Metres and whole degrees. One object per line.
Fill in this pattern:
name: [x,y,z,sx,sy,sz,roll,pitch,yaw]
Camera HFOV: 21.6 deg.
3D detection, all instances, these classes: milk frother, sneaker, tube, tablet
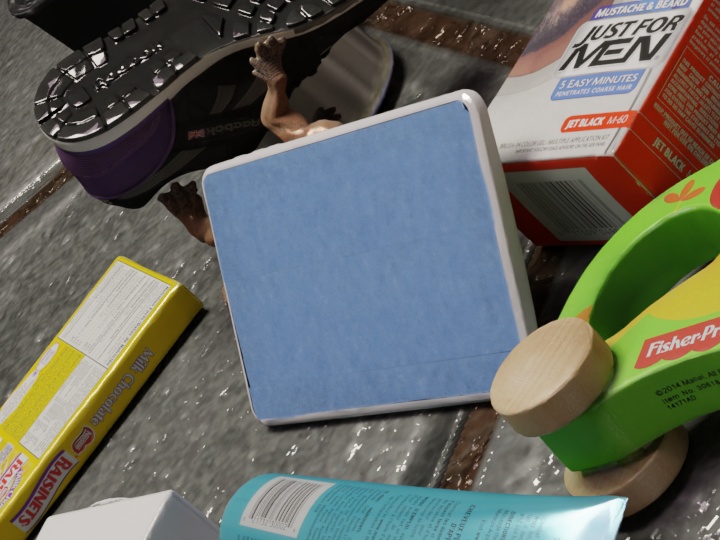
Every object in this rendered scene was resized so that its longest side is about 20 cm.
milk frother: [-0.052,-0.171,1.035,0.200,0.188,0.181,-21,42,47]
sneaker: [-0.065,-0.104,0.977,0.200,0.088,0.076,-29,51,-1]
tube: [0.019,0.112,0.728,0.200,0.050,0.078,2,72,53]
tablet: [0.000,0.000,0.848,0.014,0.130,0.200,-13,1,-40]

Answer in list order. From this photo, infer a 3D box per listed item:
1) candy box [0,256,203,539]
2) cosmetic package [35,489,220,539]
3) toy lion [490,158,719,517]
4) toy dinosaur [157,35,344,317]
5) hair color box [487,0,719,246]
candy box: [-0.174,0.083,1.078,0.200,0.026,0.102,-53,29,-8]
cosmetic package: [-0.123,0.199,0.799,0.102,0.074,0.200,-16,39,47]
toy lion: [0.160,-0.016,0.679,0.200,0.069,0.192,-22,30,43]
toy dinosaur: [-0.022,-0.020,0.936,0.200,0.086,0.136,-50,54,30]
hair color box: [0.137,-0.108,0.824,0.111,0.064,0.200,-1,52,57]
